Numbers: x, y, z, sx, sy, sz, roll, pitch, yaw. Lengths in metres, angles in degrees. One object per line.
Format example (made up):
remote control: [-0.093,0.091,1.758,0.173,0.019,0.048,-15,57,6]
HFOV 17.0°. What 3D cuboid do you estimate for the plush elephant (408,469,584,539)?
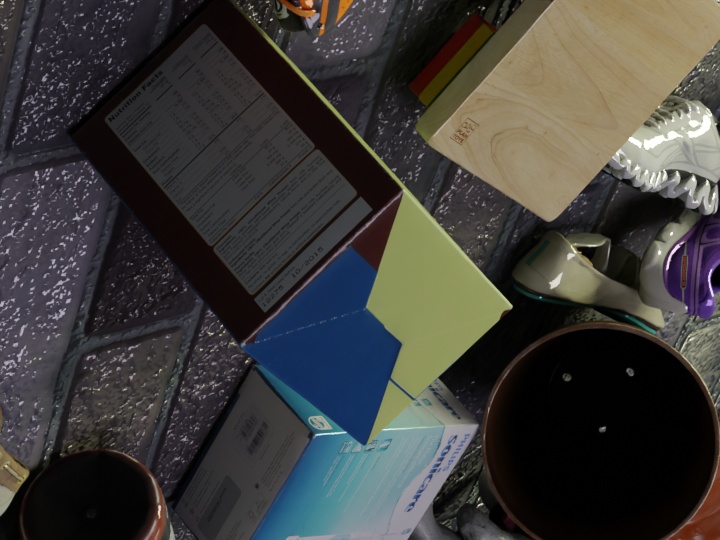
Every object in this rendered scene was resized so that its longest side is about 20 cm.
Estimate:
plush elephant: [0.128,0.236,2.076,0.155,0.199,0.165,-50,159,-34]

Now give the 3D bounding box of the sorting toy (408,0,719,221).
sorting toy: [0.138,-0.153,1.686,0.199,0.070,0.200,-48,148,9]

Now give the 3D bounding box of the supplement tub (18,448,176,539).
supplement tub: [-0.181,0.223,1.760,0.107,0.107,0.200,-31,147,-16]

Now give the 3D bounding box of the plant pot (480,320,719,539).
plant pot: [0.197,0.119,1.970,0.187,0.187,0.200,-48,-179,11]

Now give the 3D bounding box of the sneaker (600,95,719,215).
sneaker: [0.225,-0.101,1.857,0.200,0.075,0.081,12,107,-56]

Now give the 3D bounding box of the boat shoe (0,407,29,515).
boat shoe: [-0.267,0.097,1.558,0.066,0.074,0.200,-45,153,-19]

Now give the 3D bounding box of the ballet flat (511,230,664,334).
ballet flat: [0.197,0.006,1.960,0.070,0.070,0.200,-51,147,16]

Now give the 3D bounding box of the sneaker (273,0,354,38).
sneaker: [-0.056,-0.179,1.433,0.199,0.078,0.112,-24,143,-27]

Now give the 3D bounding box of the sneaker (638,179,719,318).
sneaker: [0.301,-0.026,1.975,0.200,0.083,0.081,-51,154,-35]

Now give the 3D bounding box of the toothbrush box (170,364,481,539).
toothbrush box: [-0.024,0.151,1.864,0.199,0.085,0.147,0,128,-47]

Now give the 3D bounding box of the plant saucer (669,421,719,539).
plant saucer: [0.371,0.199,2.410,0.200,0.032,0.201,-28,145,-22]

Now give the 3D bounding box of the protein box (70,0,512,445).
protein box: [-0.042,-0.029,1.513,0.135,0.200,0.199,-43,149,2]
